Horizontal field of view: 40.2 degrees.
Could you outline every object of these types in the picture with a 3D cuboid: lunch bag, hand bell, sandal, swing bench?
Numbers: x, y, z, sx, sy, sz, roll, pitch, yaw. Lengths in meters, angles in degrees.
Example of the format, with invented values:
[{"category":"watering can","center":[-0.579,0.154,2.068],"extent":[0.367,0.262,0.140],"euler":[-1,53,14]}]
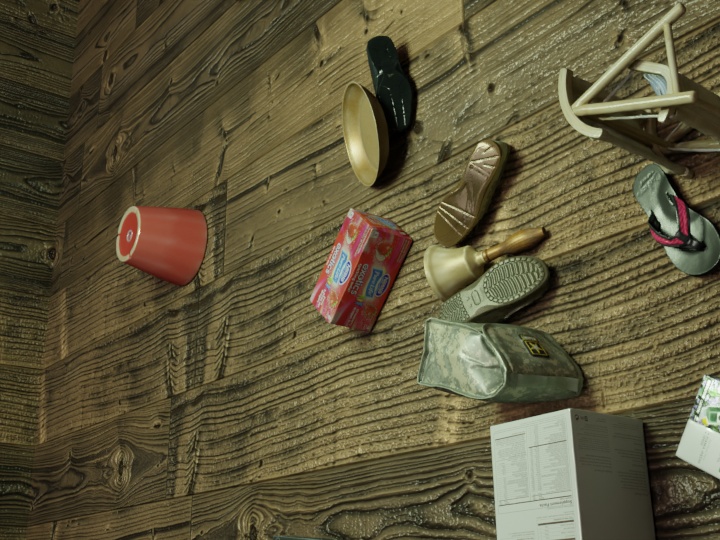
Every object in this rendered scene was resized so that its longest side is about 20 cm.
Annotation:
[{"category":"lunch bag","center":[0.207,0.137,1.437],"extent":[0.199,0.163,0.119],"euler":[9,89,54]},{"category":"hand bell","center":[0.210,-0.025,1.576],"extent":[0.199,0.104,0.105],"euler":[-23,60,35]},{"category":"sandal","center":[0.414,-0.068,1.318],"extent":[0.075,0.045,0.201],"euler":[-53,41,29]},{"category":"swing bench","center":[0.393,-0.209,1.262],"extent":[0.199,0.197,0.131],"euler":[-25,60,48]}]

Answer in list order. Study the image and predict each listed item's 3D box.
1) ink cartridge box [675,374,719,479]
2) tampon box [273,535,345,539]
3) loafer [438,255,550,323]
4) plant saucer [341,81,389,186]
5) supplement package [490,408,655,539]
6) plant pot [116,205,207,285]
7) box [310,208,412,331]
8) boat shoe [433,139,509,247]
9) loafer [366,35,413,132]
[{"category":"ink cartridge box","center":[0.473,0.207,1.142],"extent":[0.199,0.050,0.110],"euler":[27,101,55]},{"category":"tampon box","center":[-0.072,0.571,1.716],"extent":[0.149,0.125,0.203],"euler":[-14,67,51]},{"category":"loafer","center":[0.215,0.041,1.547],"extent":[0.199,0.067,0.077],"euler":[-28,60,29]},{"category":"plant saucer","center":[0.013,-0.264,1.896],"extent":[0.200,0.035,0.203],"euler":[168,90,-72]},{"category":"supplement package","center":[0.278,0.301,1.295],"extent":[0.150,0.150,0.203],"euler":[-25,60,48]},{"category":"plant pot","center":[-0.510,-0.074,2.496],"extent":[0.199,0.176,0.203],"euler":[-21,63,49]},{"category":"box","center":[0.000,0.000,1.826],"extent":[0.095,0.099,0.202],"euler":[44,115,50]},{"category":"boat shoe","center":[0.191,-0.126,1.647],"extent":[0.073,0.062,0.201],"euler":[42,119,23]},{"category":"loafer","center":[0.059,-0.352,1.903],"extent":[0.072,0.072,0.202],"euler":[87,173,-70]}]
